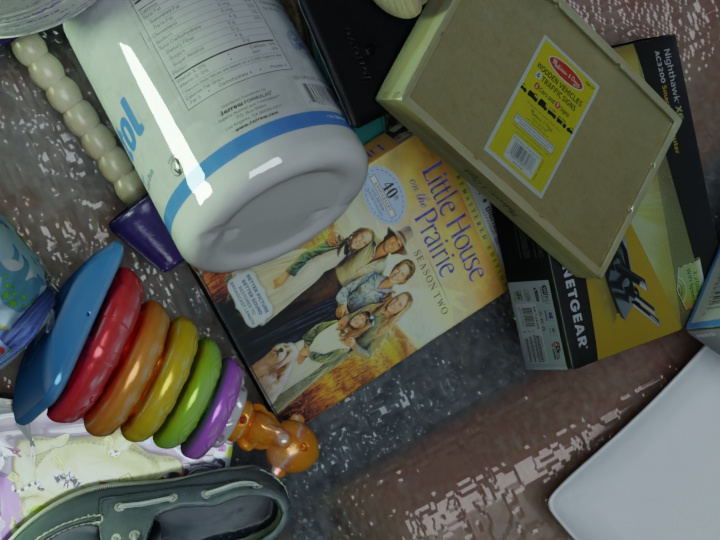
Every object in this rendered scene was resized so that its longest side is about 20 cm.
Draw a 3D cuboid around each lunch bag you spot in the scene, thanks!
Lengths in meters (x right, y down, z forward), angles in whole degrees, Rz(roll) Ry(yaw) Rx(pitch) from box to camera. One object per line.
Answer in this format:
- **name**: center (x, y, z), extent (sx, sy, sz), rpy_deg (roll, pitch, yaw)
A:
- **lunch bag**: center (-0.280, 0.046, 1.115), extent (0.200, 0.161, 0.083), rpy_deg (-39, 105, -7)

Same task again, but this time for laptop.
- **laptop**: center (0.011, -0.206, 1.165), extent (0.115, 0.200, 0.189), rpy_deg (-23, 98, 4)

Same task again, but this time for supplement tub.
- **supplement tub**: center (-0.093, -0.113, 1.128), extent (0.131, 0.132, 0.201), rpy_deg (-26, 70, -10)

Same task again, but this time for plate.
- **plate**: center (0.259, 0.169, 1.310), extent (0.200, 0.032, 0.200), rpy_deg (-42, 100, -8)

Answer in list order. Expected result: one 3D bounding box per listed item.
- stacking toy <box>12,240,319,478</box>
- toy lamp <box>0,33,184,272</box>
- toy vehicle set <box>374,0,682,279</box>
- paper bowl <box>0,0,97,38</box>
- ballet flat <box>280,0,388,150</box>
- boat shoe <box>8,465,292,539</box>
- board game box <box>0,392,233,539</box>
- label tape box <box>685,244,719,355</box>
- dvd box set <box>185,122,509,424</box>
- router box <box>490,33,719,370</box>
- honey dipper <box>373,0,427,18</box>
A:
- **stacking toy**: center (-0.114, 0.078, 1.175), extent (0.199, 0.110, 0.117), rpy_deg (27, 66, -14)
- **toy lamp**: center (-0.173, -0.089, 1.186), extent (0.058, 0.058, 0.201), rpy_deg (-35, 99, -9)
- **toy vehicle set**: center (0.110, -0.100, 1.141), extent (0.200, 0.026, 0.125), rpy_deg (39, 73, -30)
- **paper bowl**: center (-0.222, -0.247, 1.070), extent (0.199, 0.104, 0.203), rpy_deg (-3, 77, 14)
- **ballet flat**: center (-0.021, -0.125, 1.207), extent (0.070, 0.065, 0.202), rpy_deg (-12, 120, -20)
- **boat shoe**: center (-0.138, 0.173, 1.175), extent (0.198, 0.062, 0.073), rpy_deg (-14, 97, -13)
- **board game box**: center (-0.190, 0.149, 1.208), extent (0.198, 0.032, 0.121), rpy_deg (9, 95, -14)
- **label tape box**: center (0.339, 0.028, 1.274), extent (0.199, 0.063, 0.145), rpy_deg (33, 70, -21)
- **dvd box set**: center (0.000, 0.000, 1.218), extent (0.199, 0.029, 0.147), rpy_deg (-32, 121, -10)
- **router box**: center (0.164, -0.048, 1.239), extent (0.156, 0.052, 0.202), rpy_deg (-17, 97, -35)
- **honey dipper**: center (0.065, -0.240, 1.118), extent (0.038, 0.038, 0.201), rpy_deg (36, 65, -12)
